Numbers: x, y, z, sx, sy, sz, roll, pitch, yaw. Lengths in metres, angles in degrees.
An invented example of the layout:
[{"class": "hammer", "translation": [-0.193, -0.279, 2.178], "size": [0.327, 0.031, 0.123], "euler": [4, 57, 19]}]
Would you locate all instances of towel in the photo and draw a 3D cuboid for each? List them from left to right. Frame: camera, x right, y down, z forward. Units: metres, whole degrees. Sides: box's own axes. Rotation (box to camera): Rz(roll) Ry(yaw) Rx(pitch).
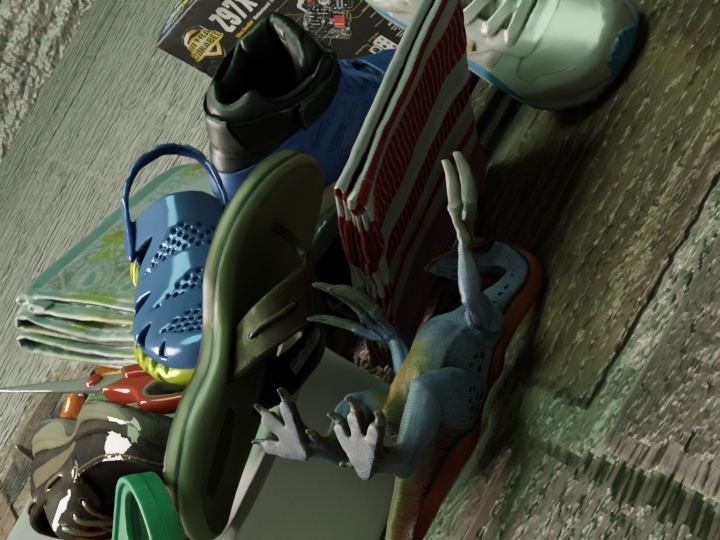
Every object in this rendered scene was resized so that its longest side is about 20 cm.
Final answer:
[{"class": "towel", "translation": [-0.093, -0.005, 1.529], "size": [0.171, 0.048, 0.200], "euler": [5, 36, 37]}, {"class": "towel", "translation": [0.031, -0.048, 1.314], "size": [0.200, 0.023, 0.145], "euler": [77, -147, -63]}]

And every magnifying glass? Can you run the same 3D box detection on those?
[{"class": "magnifying glass", "translation": [-0.114, 0.148, 1.281], "size": [0.200, 0.022, 0.080], "euler": [146, 111, -71]}]

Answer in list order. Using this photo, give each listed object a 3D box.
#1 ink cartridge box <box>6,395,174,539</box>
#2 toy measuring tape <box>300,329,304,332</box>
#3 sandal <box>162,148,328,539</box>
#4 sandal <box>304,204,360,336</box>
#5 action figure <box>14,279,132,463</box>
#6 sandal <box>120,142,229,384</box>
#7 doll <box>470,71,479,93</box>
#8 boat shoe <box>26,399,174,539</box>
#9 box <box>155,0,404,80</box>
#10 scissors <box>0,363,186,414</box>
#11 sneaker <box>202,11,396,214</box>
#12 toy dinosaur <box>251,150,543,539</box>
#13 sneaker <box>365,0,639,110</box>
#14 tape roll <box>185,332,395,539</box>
[{"class": "ink cartridge box", "translation": [-0.141, 0.143, 1.521], "size": [0.103, 0.059, 0.200], "euler": [-13, 30, 25]}, {"class": "toy measuring tape", "translation": [-0.058, 0.030, 1.540], "size": [0.074, 0.073, 0.201], "euler": [-42, 24, 47]}, {"class": "sandal", "translation": [-0.046, 0.040, 1.259], "size": [0.080, 0.057, 0.202], "euler": [32, -111, -64]}, {"class": "sandal", "translation": [0.001, -0.001, 1.419], "size": [0.075, 0.048, 0.201], "euler": [-50, -10, -10]}, {"class": "action figure", "translation": [-0.159, 0.064, 1.760], "size": [0.199, 0.105, 0.194], "euler": [9, 62, 47]}, {"class": "sandal", "translation": [-0.096, -0.006, 1.381], "size": [0.200, 0.079, 0.088], "euler": [-122, 23, -60]}, {"class": "doll", "translation": [0.078, -0.142, 1.473], "size": [0.201, 0.048, 0.136], "euler": [-60, 3, -5]}, {"class": "boat shoe", "translation": [-0.134, 0.118, 1.384], "size": [0.200, 0.074, 0.074], "euler": [156, 127, -68]}, {"class": "box", "translation": [-0.019, -0.164, 1.615], "size": [0.200, 0.159, 0.050], "euler": [-40, 23, 53]}, {"class": "scissors", "translation": [-0.143, 0.066, 1.409], "size": [0.199, 0.014, 0.073], "euler": [-12, 27, 26]}, {"class": "sneaker", "translation": [-0.017, -0.110, 1.496], "size": [0.077, 0.112, 0.200], "euler": [25, 47, 38]}, {"class": "toy dinosaur", "translation": [0.034, 0.051, 1.210], "size": [0.105, 0.201, 0.181], "euler": [-14, 5, 46]}, {"class": "sneaker", "translation": [0.064, -0.144, 1.360], "size": [0.200, 0.081, 0.077], "euler": [25, 89, 43]}, {"class": "tape roll", "translation": [-0.056, 0.135, 1.346], "size": [0.203, 0.071, 0.203], "euler": [-52, 17, 23]}]
